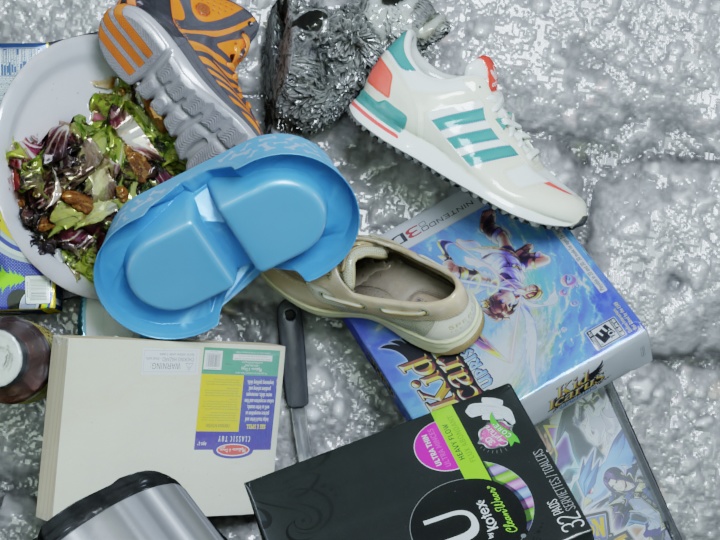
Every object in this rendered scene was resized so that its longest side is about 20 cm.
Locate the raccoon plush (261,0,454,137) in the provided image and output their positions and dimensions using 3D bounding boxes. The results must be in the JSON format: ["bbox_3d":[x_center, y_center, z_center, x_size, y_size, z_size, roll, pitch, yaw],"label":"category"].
[{"bbox_3d":[-0.009,-0.141,1.329,0.133,0.097,0.201,4,117,-18],"label":"raccoon plush"}]

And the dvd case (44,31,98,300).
[{"bbox_3d":[-0.211,-0.084,1.324,0.148,0.016,0.201,-13,87,-6],"label":"dvd case"}]

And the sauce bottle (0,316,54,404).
[{"bbox_3d":[-0.252,0.066,1.220,0.066,0.200,0.066,0,87,-7],"label":"sauce bottle"}]

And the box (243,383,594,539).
[{"bbox_3d":[0.043,0.196,1.138,0.199,0.149,0.125,-20,132,-7],"label":"box"}]

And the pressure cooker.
[{"bbox_3d":[-0.142,0.261,1.138,0.178,0.176,0.200,-39,71,-5],"label":"pressure cooker"}]

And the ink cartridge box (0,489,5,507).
[{"bbox_3d":[-0.369,0.239,1.258,0.144,0.084,0.201,18,85,-3],"label":"ink cartridge box"}]

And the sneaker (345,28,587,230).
[{"bbox_3d":[0.092,-0.106,1.254,0.199,0.070,0.094,30,101,8],"label":"sneaker"}]

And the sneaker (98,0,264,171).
[{"bbox_3d":[-0.099,-0.136,1.267,0.200,0.077,0.112,55,42,-9],"label":"sneaker"}]

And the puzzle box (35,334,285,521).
[{"bbox_3d":[-0.144,0.118,1.253,0.199,0.025,0.134,5,90,-41],"label":"puzzle box"}]

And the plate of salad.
[{"bbox_3d":[-0.182,-0.078,1.255,0.199,0.048,0.201,4,84,-41],"label":"plate of salad"}]

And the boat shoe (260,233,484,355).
[{"bbox_3d":[0.000,0.000,1.254,0.199,0.065,0.072,23,66,32],"label":"boat shoe"}]

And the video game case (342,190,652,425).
[{"bbox_3d":[0.091,0.032,1.273,0.181,0.046,0.200,-30,52,-5],"label":"video game case"}]

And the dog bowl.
[{"bbox_3d":[-0.098,-0.028,1.213,0.199,0.050,0.112,-26,125,9],"label":"dog bowl"}]

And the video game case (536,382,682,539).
[{"bbox_3d":[0.136,0.189,1.332,0.199,0.026,0.181,-24,89,-5],"label":"video game case"}]

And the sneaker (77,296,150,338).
[{"bbox_3d":[-0.169,0.113,1.288,0.080,0.076,0.201,-5,91,-13],"label":"sneaker"}]

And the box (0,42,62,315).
[{"bbox_3d":[-0.261,-0.067,1.275,0.064,0.070,0.201,-1,87,-5],"label":"box"}]

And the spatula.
[{"bbox_3d":[-0.047,0.122,1.323,0.056,0.021,0.201,-7,86,-11],"label":"spatula"}]
